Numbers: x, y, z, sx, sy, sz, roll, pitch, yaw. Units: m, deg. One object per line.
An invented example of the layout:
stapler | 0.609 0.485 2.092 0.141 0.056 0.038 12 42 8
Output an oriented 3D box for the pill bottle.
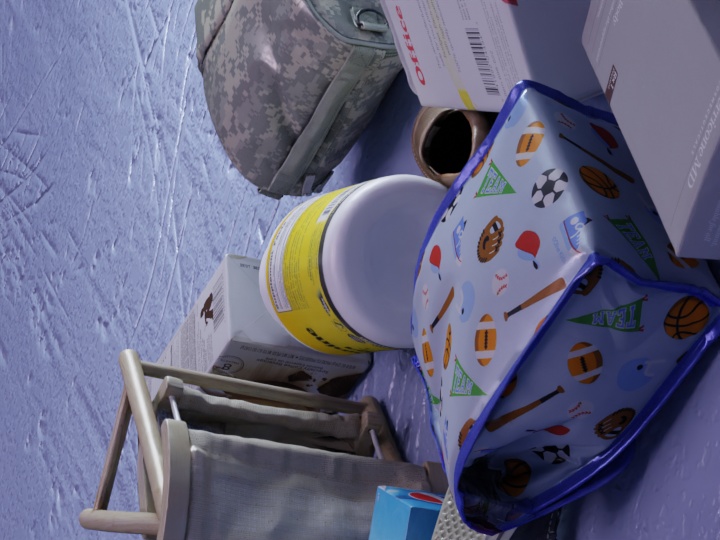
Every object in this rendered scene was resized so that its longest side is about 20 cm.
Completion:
pill bottle | 0.000 0.000 1.721 0.200 0.112 0.113 169 110 -70

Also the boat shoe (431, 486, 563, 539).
boat shoe | 0.086 0.158 1.503 0.074 0.062 0.201 10 74 56

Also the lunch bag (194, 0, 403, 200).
lunch bag | -0.035 -0.170 1.855 0.200 0.138 0.169 125 149 -47

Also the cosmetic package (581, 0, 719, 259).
cosmetic package | 0.188 -0.103 1.327 0.201 0.089 0.107 -104 24 -52

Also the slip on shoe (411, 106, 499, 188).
slip on shoe | 0.066 -0.084 1.668 0.200 0.060 0.077 -142 65 -66

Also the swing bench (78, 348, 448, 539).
swing bench | -0.061 0.155 1.685 0.200 0.197 0.131 -143 66 -66

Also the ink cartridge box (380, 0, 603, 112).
ink cartridge box | 0.083 -0.179 1.563 0.200 0.083 0.146 15 126 68

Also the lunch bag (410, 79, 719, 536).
lunch bag | 0.103 0.028 1.441 0.201 0.123 0.171 -55 29 28

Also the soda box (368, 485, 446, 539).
soda box | 0.032 0.241 1.583 0.068 0.064 0.202 -160 78 -71

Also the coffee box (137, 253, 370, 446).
coffee box | -0.083 0.082 1.895 0.200 0.112 0.080 125 148 -48
